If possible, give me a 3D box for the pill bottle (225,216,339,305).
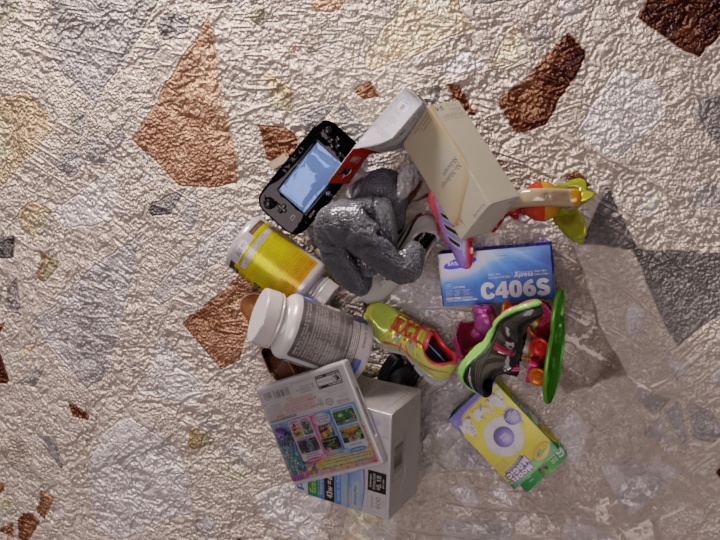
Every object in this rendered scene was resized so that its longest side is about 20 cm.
[{"bbox_3d":[-0.138,0.001,1.714,0.199,0.109,0.110,36,106,5],"label":"pill bottle"}]

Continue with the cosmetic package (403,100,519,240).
[{"bbox_3d":[0.161,-0.164,1.548,0.202,0.072,0.104,61,143,21],"label":"cosmetic package"}]

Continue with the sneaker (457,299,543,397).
[{"bbox_3d":[0.240,0.126,1.544,0.084,0.076,0.201,47,122,22],"label":"sneaker"}]

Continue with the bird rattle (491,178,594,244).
[{"bbox_3d":[0.289,-0.118,1.572,0.196,0.163,0.115,9,84,2],"label":"bird rattle"}]

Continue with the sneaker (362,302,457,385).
[{"bbox_3d":[0.094,0.116,1.680,0.198,0.079,0.090,35,151,-3],"label":"sneaker"}]

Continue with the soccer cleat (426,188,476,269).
[{"bbox_3d":[0.151,-0.098,1.632,0.075,0.067,0.204,-11,80,12],"label":"soccer cleat"}]

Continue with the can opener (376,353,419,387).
[{"bbox_3d":[0.055,0.254,1.749,0.062,0.079,0.203,10,110,-26],"label":"can opener"}]

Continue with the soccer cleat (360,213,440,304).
[{"bbox_3d":[0.068,-0.013,1.669,0.068,0.085,0.200,37,105,-20],"label":"soccer cleat"}]

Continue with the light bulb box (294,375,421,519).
[{"bbox_3d":[-0.006,0.301,1.682,0.197,0.124,0.202,9,107,28],"label":"light bulb box"}]

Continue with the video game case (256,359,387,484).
[{"bbox_3d":[-0.069,0.261,1.617,0.198,0.024,0.185,-20,95,32],"label":"video game case"}]

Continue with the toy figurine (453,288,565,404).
[{"bbox_3d":[0.248,0.114,1.629,0.181,0.150,0.204,9,116,21],"label":"toy figurine"}]

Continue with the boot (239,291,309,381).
[{"bbox_3d":[-0.158,0.124,1.718,0.199,0.155,0.074,40,107,4],"label":"boot"}]

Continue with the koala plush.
[{"bbox_3d":[0.024,-0.096,1.607,0.176,0.202,0.184,-13,130,45],"label":"koala plush"}]

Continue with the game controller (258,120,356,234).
[{"bbox_3d":[-0.088,-0.164,1.683,0.104,0.042,0.201,39,90,2],"label":"game controller"}]

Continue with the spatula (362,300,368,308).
[{"bbox_3d":[0.000,0.000,1.727,0.055,0.021,0.204,-12,98,11],"label":"spatula"}]

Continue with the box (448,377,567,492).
[{"bbox_3d":[0.266,0.298,1.705,0.200,0.048,0.117,45,107,1],"label":"box"}]

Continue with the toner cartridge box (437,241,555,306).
[{"bbox_3d":[0.237,0.007,1.659,0.196,0.043,0.097,-5,98,15],"label":"toner cartridge box"}]

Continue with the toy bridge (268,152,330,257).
[{"bbox_3d":[-0.091,-0.123,1.723,0.066,0.027,0.202,-28,92,15],"label":"toy bridge"}]

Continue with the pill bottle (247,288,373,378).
[{"bbox_3d":[-0.086,0.108,1.627,0.197,0.114,0.115,22,106,-18],"label":"pill bottle"}]

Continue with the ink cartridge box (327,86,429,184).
[{"bbox_3d":[0.039,-0.210,1.597,0.047,0.160,0.201,41,101,6],"label":"ink cartridge box"}]
